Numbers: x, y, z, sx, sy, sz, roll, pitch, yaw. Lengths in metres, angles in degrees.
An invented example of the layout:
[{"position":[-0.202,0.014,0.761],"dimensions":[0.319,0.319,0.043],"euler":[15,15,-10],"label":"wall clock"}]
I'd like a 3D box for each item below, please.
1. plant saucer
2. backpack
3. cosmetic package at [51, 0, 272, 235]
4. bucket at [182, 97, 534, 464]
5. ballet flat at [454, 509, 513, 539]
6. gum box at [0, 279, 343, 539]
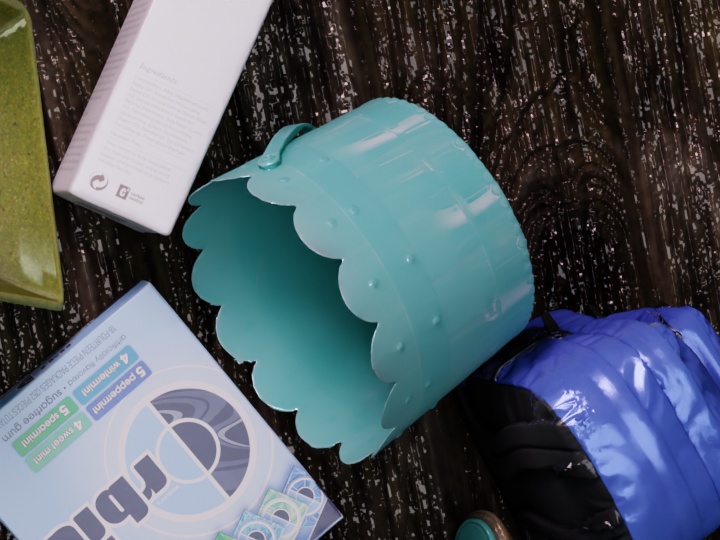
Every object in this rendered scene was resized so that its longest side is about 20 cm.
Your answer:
[{"position":[-0.247,-0.076,1.502],"dimensions":[0.048,0.200,0.200],"euler":[-9,83,15],"label":"plant saucer"},{"position":[0.165,0.096,1.599],"dimensions":[0.168,0.200,0.163],"euler":[-35,98,-10],"label":"backpack"},{"position":[-0.119,-0.126,1.575],"dimensions":[0.071,0.101,0.200],"euler":[24,87,-13],"label":"cosmetic package"},{"position":[0.000,0.000,1.552],"dimensions":[0.135,0.207,0.207],"euler":[-33,99,-26],"label":"bucket"},{"position":[0.101,0.255,1.664],"dimensions":[0.072,0.068,0.200],"euler":[-4,93,-33],"label":"ballet flat"},{"position":[-0.139,0.136,1.607],"dimensions":[0.170,0.045,0.200],"euler":[-40,101,-9],"label":"gum box"}]
